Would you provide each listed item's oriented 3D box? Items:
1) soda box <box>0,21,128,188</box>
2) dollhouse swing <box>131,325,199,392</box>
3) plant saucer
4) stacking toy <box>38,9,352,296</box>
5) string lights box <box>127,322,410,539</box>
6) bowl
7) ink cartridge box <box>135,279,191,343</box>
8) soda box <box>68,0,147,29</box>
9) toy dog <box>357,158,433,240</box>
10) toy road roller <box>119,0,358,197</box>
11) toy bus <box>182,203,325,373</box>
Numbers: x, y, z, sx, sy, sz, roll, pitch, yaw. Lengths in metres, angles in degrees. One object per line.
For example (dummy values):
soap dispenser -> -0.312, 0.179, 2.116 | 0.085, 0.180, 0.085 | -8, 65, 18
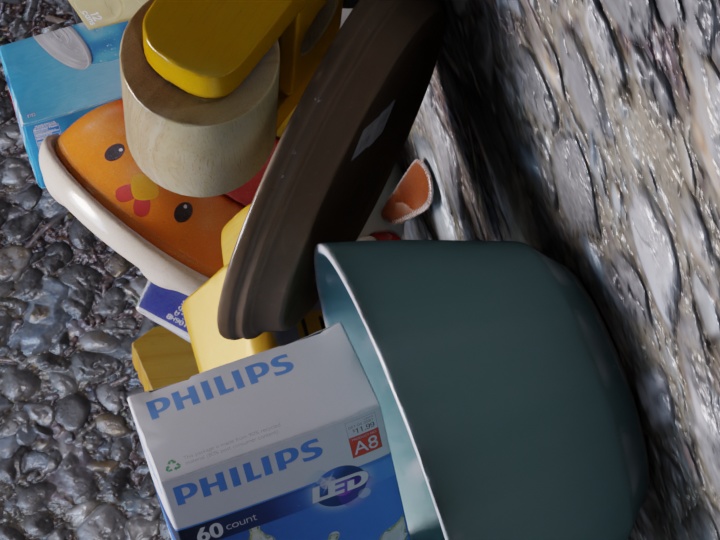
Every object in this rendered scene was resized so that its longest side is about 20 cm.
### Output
soda box -> -0.109, -0.119, 1.544 | 0.064, 0.200, 0.068 | 83, 168, -53
dollhouse swing -> -0.045, 0.126, 1.802 | 0.200, 0.176, 0.182 | -124, 17, -60
plant saucer -> -0.010, -0.052, 1.217 | 0.029, 0.200, 0.200 | 27, 162, 8
stacking toy -> -0.074, -0.095, 1.458 | 0.146, 0.200, 0.146 | 36, -170, -7
string lights box -> -0.032, 0.125, 1.174 | 0.059, 0.103, 0.200 | -116, 9, -45
bowl -> 0.061, 0.067, 1.158 | 0.201, 0.105, 0.201 | 162, 90, -82
ink cartridge box -> -0.043, 0.058, 1.613 | 0.196, 0.043, 0.200 | 27, 176, 1
soda box -> -0.146, -0.211, 1.250 | 0.200, 0.068, 0.064 | 57, -145, -40
toy dog -> 0.000, 0.000, 1.427 | 0.096, 0.132, 0.200 | 48, 180, -42
toy road roller -> -0.070, -0.149, 1.172 | 0.146, 0.200, 0.123 | 30, 159, 9
toy bus -> -0.034, 0.059, 1.311 | 0.065, 0.078, 0.200 | -39, 60, 44
